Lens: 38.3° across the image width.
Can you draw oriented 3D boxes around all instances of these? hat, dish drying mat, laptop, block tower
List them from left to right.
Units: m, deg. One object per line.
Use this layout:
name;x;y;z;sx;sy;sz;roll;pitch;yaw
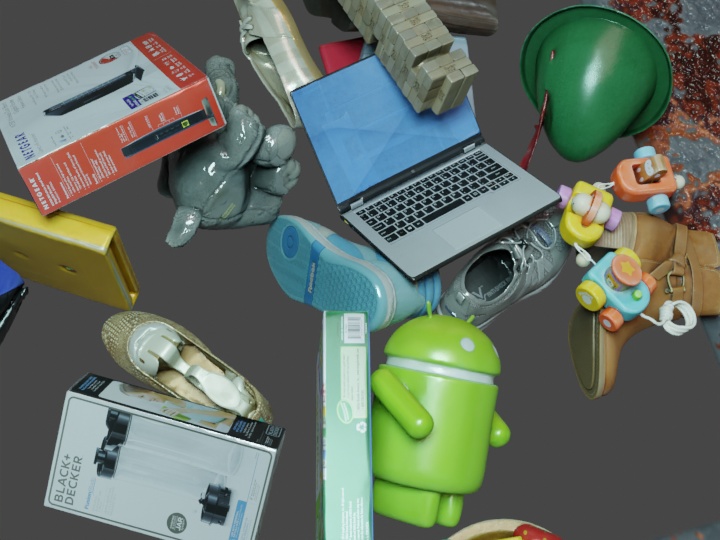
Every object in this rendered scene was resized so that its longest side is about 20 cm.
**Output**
dish drying mat;0.017;-0.167;1.141;0.076;0.018;0.202;-14;71;-14
block tower;0.034;-0.250;1.030;0.054;0.058;0.201;-26;72;-27
laptop;0.065;-0.120;1.015;0.186;0.117;0.200;-28;45;-20
hat;0.216;-0.136;1.057;0.164;0.201;0.177;16;54;17

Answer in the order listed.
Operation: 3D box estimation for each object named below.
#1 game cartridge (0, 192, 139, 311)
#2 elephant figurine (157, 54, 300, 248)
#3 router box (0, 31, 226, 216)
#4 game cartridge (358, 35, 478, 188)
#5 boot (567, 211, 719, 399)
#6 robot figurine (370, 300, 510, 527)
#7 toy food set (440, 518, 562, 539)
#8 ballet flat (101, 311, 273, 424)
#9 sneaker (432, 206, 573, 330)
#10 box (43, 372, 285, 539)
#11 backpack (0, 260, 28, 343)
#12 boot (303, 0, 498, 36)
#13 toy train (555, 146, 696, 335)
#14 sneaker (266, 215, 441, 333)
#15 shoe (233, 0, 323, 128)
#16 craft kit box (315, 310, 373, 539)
game cartridge;-0.315;-0.028;0.979;0.197;0.177;0.033;19;70;2
elephant figurine;-0.164;-0.131;1.063;0.200;0.154;0.143;39;114;35
router box;-0.238;-0.143;0.957;0.178;0.049;0.200;-29;33;-13
game cartridge;0.059;-0.172;1.123;0.131;0.041;0.203;0;67;-10
boot;0.299;0.038;1.067;0.152;0.074;0.203;8;80;-13
robot figurine;0.068;0.134;0.974;0.115;0.174;0.203;7;84;39
toy food set;0.137;0.333;0.958;0.195;0.049;0.203;-8;72;-7
ballet flat;-0.168;0.094;1.007;0.198;0.065;0.071;31;70;6
sneaker;0.161;-0.007;1.059;0.075;0.082;0.200;42;67;10
box;-0.179;0.181;0.953;0.197;0.060;0.118;17;102;1
backpack;-0.417;0.066;0.930;0.167;0.201;0.162;37;28;14
boot;0.044;-0.314;1.171;0.197;0.065;0.187;-8;41;-24
toy train;0.273;-0.039;1.023;0.148;0.056;0.203;-1;66;-10
sneaker;0.000;0.000;1.049;0.129;0.081;0.199;-5;30;-40
shoe;-0.095;-0.240;1.129;0.053;0.070;0.201;-27;77;-22
craft kit box;-0.017;0.160;0.928;0.048;0.198;0.203;0;70;-2
